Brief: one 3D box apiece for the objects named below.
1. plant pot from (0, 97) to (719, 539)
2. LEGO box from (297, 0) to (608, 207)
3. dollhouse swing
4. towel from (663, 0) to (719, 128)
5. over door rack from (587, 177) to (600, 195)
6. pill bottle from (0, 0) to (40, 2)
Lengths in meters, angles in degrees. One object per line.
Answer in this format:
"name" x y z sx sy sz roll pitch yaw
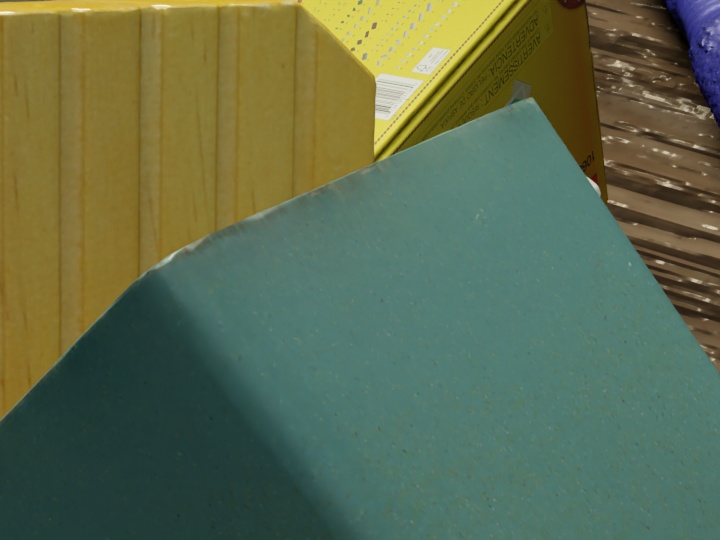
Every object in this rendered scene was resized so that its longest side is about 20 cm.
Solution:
"plant pot" 0.020 0.098 0.570 0.200 0.141 0.141 52 34 8
"LEGO box" 0.000 0.000 0.900 0.077 0.149 0.200 13 41 28
"dollhouse swing" -0.053 0.048 0.693 0.199 0.176 0.182 -4 30 -24
"towel" 0.186 -0.096 1.080 0.147 0.050 0.200 -6 35 -7
"over door rack" 0.104 0.019 0.808 0.067 0.200 0.148 26 48 35
"pill bottle" -0.103 -0.141 1.141 0.200 0.117 0.116 -25 39 -20
